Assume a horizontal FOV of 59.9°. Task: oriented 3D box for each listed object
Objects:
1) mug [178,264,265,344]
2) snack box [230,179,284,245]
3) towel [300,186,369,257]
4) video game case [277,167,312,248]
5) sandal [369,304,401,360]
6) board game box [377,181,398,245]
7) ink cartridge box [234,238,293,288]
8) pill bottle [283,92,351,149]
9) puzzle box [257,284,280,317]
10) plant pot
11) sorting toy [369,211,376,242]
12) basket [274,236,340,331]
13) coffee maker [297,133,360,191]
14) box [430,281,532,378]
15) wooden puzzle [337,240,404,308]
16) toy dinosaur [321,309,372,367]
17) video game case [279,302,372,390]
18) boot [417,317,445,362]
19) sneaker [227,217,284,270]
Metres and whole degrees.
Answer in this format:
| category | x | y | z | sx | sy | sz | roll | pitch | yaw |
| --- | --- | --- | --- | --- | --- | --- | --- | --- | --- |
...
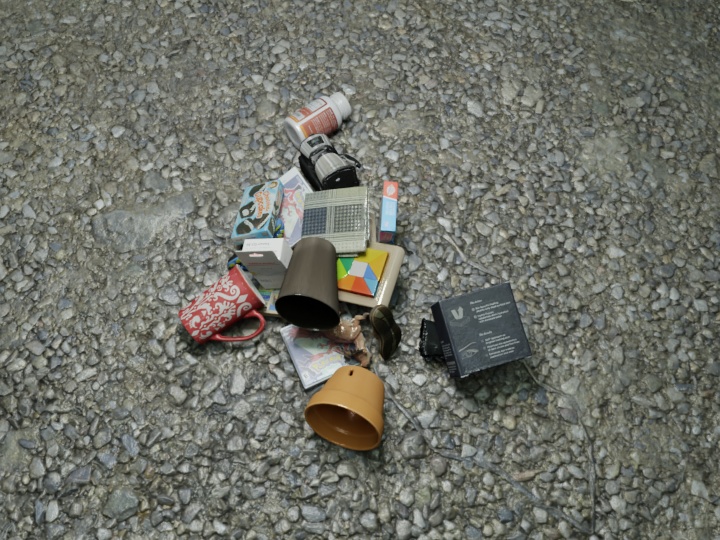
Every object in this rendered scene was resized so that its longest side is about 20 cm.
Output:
| category | x | y | z | sx | sy | sz | roll | pitch | yaw |
| --- | --- | --- | --- | --- | --- | --- | --- | --- | --- |
| mug | -0.360 | 0.109 | 1.652 | 0.199 | 0.134 | 0.178 | -35 | 60 | -5 |
| snack box | -0.286 | -0.165 | 1.752 | 0.115 | 0.037 | 0.201 | -10 | 48 | 19 |
| towel | -0.067 | -0.129 | 1.704 | 0.198 | 0.035 | 0.194 | -3 | 72 | 20 |
| video game case | -0.210 | -0.173 | 1.820 | 0.182 | 0.023 | 0.201 | -36 | 71 | 3 |
| sandal | 0.056 | 0.156 | 1.636 | 0.082 | 0.201 | 0.054 | -45 | 48 | -18 |
| board game box | 0.074 | -0.131 | 1.754 | 0.040 | 0.200 | 0.154 | 5 | 66 | 0 |
| ink cartridge box | -0.236 | -0.026 | 1.648 | 0.115 | 0.200 | 0.068 | -2 | 61 | 17 |
| pill bottle | -0.130 | -0.469 | 1.946 | 0.199 | 0.112 | 0.112 | -36 | 72 | -17 |
| puzzle box | -0.190 | 0.065 | 1.717 | 0.198 | 0.025 | 0.134 | 4 | 63 | 20 |
| plant pot | -0.022 | 0.333 | 1.556 | 0.199 | 0.201 | 0.141 | 20 | 50 | 7 |
| sorting toy | -0.046 | -0.053 | 1.775 | 0.178 | 0.107 | 0.202 | -1 | 65 | 5 |
| basket | -0.123 | 0.027 | 1.592 | 0.180 | 0.136 | 0.201 | 33 | 45 | -32 |
| coffee maker | -0.099 | -0.275 | 1.844 | 0.134 | 0.193 | 0.200 | -7 | 42 | -28 |
| box | 0.307 | 0.154 | 1.610 | 0.195 | 0.117 | 0.202 | -14 | 82 | -8 |
| wooden puzzle | 0.000 | 0.000 | 1.666 | 0.198 | 0.037 | 0.186 | 13 | 68 | 16 |
| toy dinosaur | -0.051 | 0.166 | 1.659 | 0.199 | 0.086 | 0.136 | 21 | 73 | 13 |
| video game case | -0.095 | 0.201 | 1.694 | 0.199 | 0.023 | 0.183 | -23 | 68 | -12 |
| boot | 0.244 | 0.159 | 1.699 | 0.161 | 0.073 | 0.200 | 8 | 71 | -2 |
| sneaker | -0.299 | -0.078 | 1.773 | 0.200 | 0.071 | 0.083 | -46 | 52 | 4 |
